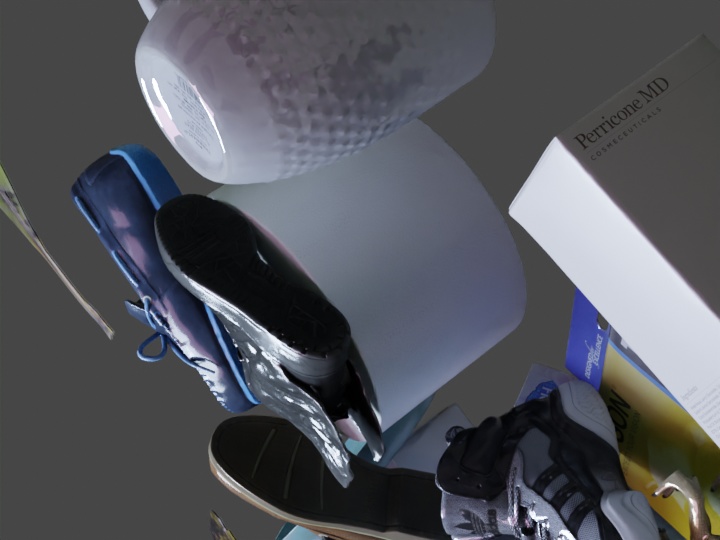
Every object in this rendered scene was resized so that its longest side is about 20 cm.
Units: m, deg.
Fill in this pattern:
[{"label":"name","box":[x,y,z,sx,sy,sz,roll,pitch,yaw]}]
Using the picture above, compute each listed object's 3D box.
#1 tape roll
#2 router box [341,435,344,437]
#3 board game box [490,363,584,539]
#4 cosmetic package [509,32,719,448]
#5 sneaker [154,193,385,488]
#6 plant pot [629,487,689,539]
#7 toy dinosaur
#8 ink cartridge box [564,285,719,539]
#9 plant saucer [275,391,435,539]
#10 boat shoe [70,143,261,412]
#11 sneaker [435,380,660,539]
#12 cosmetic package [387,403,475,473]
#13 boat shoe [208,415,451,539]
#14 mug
[{"label":"tape roll","box":[0.000,0.000,0.991,0.203,0.139,0.203,44,156,26]},{"label":"router box","box":[-0.033,0.060,1.265,0.149,0.051,0.200,52,158,10]},{"label":"board game box","box":[0.097,0.202,0.979,0.041,0.200,0.200,18,138,15]},{"label":"cosmetic package","box":[0.180,0.002,0.666,0.200,0.108,0.085,49,158,11]},{"label":"sneaker","box":[-0.061,0.043,0.910,0.200,0.060,0.104,40,150,26]},{"label":"plant pot","box":[0.190,0.241,0.959,0.200,0.134,0.200,44,156,25]},{"label":"toy dinosaur","box":[0.205,0.152,0.748,0.200,0.058,0.101,92,155,-50]},{"label":"ink cartridge box","box":[0.188,0.074,0.838,0.200,0.047,0.198,40,153,29]},{"label":"plant saucer","box":[0.002,0.151,1.141,0.027,0.200,0.200,39,157,1]},{"label":"boat shoe","box":[-0.130,0.011,0.974,0.200,0.069,0.084,63,-165,3]},{"label":"sneaker","box":[0.107,0.150,0.818,0.200,0.114,0.076,-102,-2,-54]},{"label":"cosmetic package","box":[0.097,0.219,1.191,0.200,0.081,0.113,51,160,7]},{"label":"boat shoe","box":[-0.018,0.166,1.003,0.200,0.072,0.068,22,145,-5]},{"label":"mug","box":[-0.051,-0.151,0.823,0.200,0.175,0.148,48,157,16]}]
